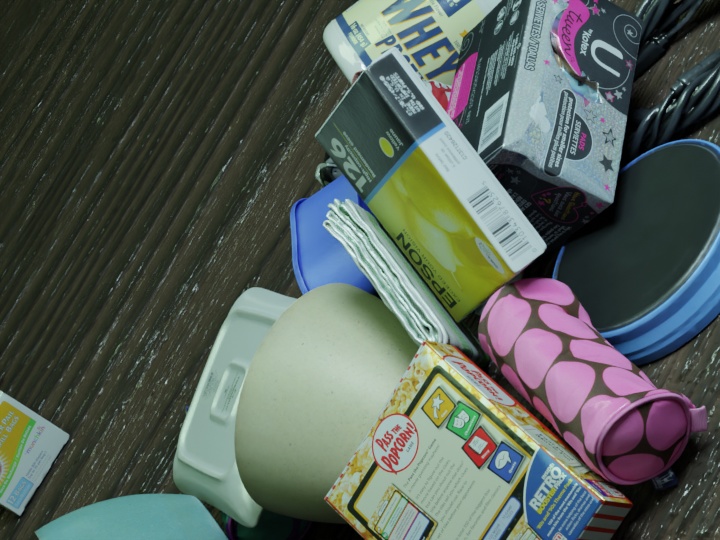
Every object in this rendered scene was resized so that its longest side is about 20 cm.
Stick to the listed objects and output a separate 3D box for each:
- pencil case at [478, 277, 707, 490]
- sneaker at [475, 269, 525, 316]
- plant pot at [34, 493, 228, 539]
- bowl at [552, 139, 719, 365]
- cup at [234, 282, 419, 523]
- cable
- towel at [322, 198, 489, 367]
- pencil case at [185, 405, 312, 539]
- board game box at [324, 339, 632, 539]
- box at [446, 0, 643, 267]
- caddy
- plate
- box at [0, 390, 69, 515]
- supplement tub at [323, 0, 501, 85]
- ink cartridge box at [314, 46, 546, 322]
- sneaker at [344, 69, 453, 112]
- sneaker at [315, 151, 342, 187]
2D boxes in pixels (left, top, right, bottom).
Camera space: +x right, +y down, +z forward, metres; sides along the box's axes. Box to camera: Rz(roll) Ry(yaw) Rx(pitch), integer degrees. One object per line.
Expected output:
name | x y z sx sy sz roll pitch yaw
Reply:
pencil case | 0.168 0.078 1.463 0.093 0.091 0.200 -24 37 -13
sneaker | 0.097 -0.065 1.749 0.078 0.115 0.201 -34 33 32
plant pot | -0.175 0.274 1.727 0.134 0.201 0.200 -34 25 -12
bowl | 0.233 -0.018 1.567 0.200 0.039 0.201 -37 32 28
cup | 0.015 0.126 1.610 0.143 0.200 0.201 19 72 34
cable | 0.269 -0.182 1.689 0.200 0.051 0.164 -35 33 31
towel | 0.040 0.018 1.609 0.031 0.150 0.200 -37 -14 6
pencil case | -0.101 0.177 1.805 0.085 0.093 0.200 -17 31 -6
board game box | 0.083 0.170 1.451 0.200 0.046 0.152 42 107 34
box | 0.149 -0.130 1.655 0.132 0.114 0.201 -40 30 51
caddy | 0.000 0.000 1.801 0.105 0.141 0.201 -35 31 21
plate | -0.104 0.111 1.728 0.200 0.032 0.201 10 79 65
box | -0.439 0.198 2.295 0.113 0.101 0.200 -59 28 -12
supplement tub | 0.079 -0.234 1.923 0.200 0.145 0.145 -36 30 6
ink cartridge box | 0.045 -0.056 1.585 0.047 0.198 0.200 -36 -5 -26
sneaker | 0.061 -0.148 1.738 0.071 0.113 0.200 -39 -5 41
sneaker | 0.024 -0.095 1.898 0.199 0.115 0.075 -15 45 50
